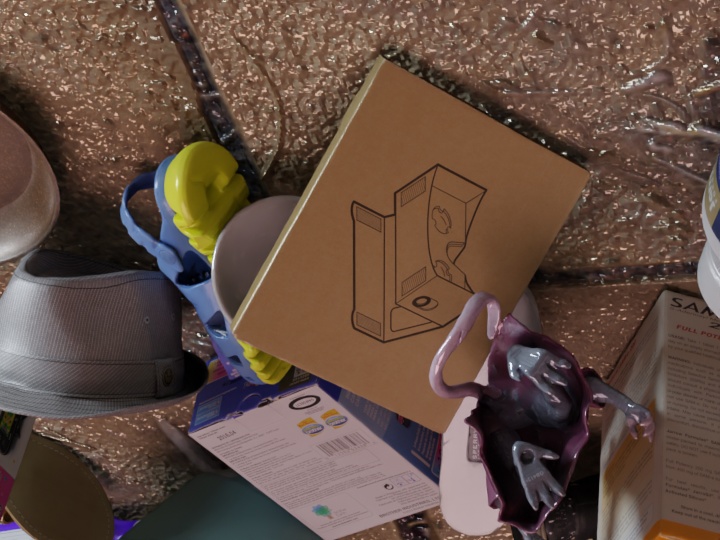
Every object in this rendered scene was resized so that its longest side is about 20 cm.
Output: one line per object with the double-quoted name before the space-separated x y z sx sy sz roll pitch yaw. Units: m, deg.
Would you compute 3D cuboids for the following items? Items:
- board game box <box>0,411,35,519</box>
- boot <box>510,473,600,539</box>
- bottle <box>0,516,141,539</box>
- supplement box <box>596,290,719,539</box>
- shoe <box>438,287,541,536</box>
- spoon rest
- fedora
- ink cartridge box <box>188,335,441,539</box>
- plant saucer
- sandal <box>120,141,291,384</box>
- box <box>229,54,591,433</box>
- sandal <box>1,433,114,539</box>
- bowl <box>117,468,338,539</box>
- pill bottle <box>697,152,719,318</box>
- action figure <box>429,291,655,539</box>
"board game box" -0.332 0.088 1.406 0.064 0.148 0.200 -11 137 27
"boot" 0.197 0.202 1.469 0.153 0.074 0.204 -14 159 3
"bottle" -0.262 0.255 1.657 0.199 0.065 0.084 -11 135 26
"supplement box" 0.216 0.133 1.281 0.073 0.200 0.126 14 142 -7
"shoe" 0.095 0.086 1.363 0.071 0.091 0.201 8 112 9
"spoon rest" 0.000 0.000 1.238 0.199 0.100 0.061 -1 176 -16
"fedora" -0.194 0.036 1.306 0.176 0.091 0.200 15 -168 34
"ink cartridge box" -0.034 0.112 1.417 0.136 0.077 0.200 -23 131 34
"plant saucer" -0.299 -0.079 1.283 0.200 0.037 0.201 8 141 6
"sandal" -0.101 -0.005 1.289 0.087 0.080 0.200 2 129 36
"box" 0.033 -0.013 1.196 0.163 0.021 0.200 26 99 -19
"sandal" -0.302 0.169 1.574 0.212 0.078 0.070 39 154 -22
"bowl" -0.092 0.236 1.532 0.200 0.105 0.201 28 159 11
"pill bottle" 0.269 -0.050 1.109 0.119 0.120 0.200 12 141 0
"action figure" 0.100 0.108 1.223 0.149 0.134 0.200 37 179 5
